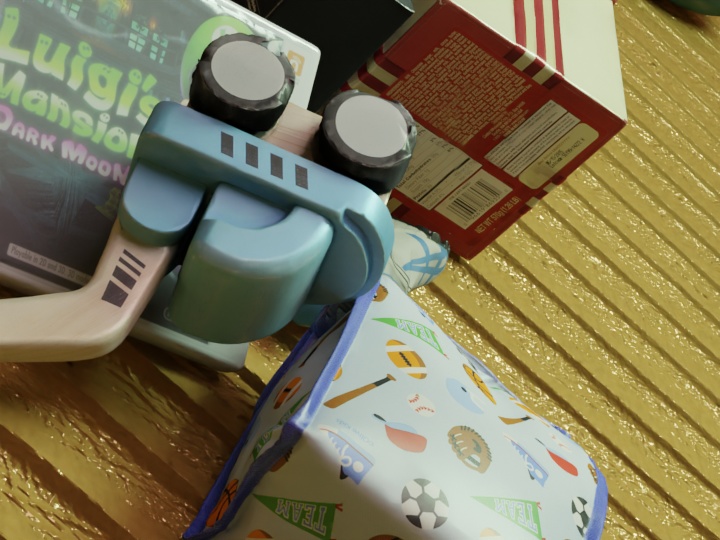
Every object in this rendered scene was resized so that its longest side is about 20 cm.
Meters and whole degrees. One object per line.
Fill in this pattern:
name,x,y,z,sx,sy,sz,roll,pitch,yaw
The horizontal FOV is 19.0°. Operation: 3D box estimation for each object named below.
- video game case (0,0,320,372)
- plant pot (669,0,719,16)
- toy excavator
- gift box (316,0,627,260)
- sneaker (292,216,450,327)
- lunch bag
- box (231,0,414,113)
video game case,-0.117,-0.065,1.077,0.199,0.023,0.183,24,72,-37
plant pot,0.358,-0.352,2.185,0.161,0.200,0.201,38,23,-41
toy excavator,-0.088,-0.010,0.992,0.194,0.100,0.201,23,52,-3
gift box,0.066,-0.137,1.424,0.200,0.184,0.187,34,35,-29
sneaker,0.000,0.000,1.255,0.072,0.073,0.200,21,7,16
lunch bag,0.028,0.103,1.056,0.170,0.124,0.200,39,32,-8
box,-0.054,-0.189,1.351,0.079,0.141,0.201,28,30,-31
